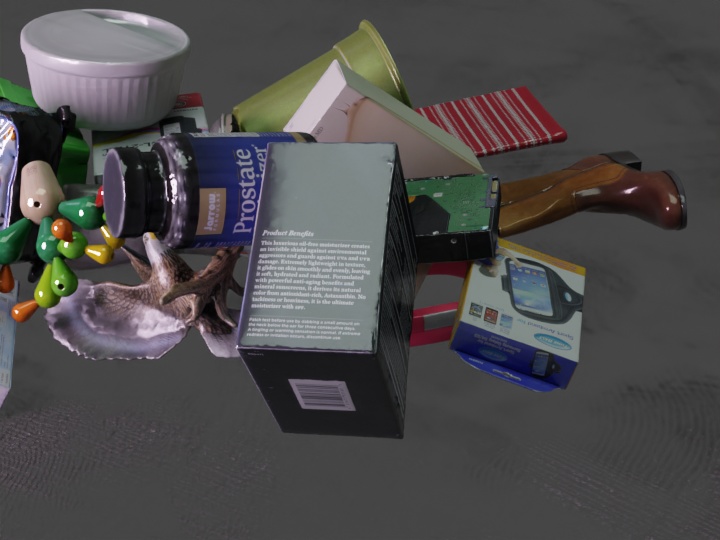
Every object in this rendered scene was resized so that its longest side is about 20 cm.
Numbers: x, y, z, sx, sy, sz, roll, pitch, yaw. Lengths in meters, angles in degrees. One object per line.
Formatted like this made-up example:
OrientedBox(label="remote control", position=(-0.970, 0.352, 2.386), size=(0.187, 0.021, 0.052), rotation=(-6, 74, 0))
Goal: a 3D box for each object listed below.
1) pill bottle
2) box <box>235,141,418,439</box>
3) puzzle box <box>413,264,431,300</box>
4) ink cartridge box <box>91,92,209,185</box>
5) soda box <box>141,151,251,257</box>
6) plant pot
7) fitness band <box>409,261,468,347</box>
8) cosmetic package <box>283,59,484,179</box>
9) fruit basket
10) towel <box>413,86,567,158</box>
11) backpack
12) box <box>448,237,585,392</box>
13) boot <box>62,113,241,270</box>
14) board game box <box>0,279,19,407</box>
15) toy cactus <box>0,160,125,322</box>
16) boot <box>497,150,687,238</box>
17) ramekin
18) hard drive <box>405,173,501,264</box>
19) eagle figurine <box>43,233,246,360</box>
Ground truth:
OrientedBox(label="pill bottle", position=(-0.140, -0.077, 1.261), size=(0.200, 0.112, 0.112), rotation=(-4, 30, -24))
OrientedBox(label="box", position=(-0.022, 0.021, 1.154), size=(0.123, 0.200, 0.199), rotation=(2, 63, 10))
OrientedBox(label="puzzle box", position=(0.000, 0.000, 1.351), size=(0.133, 0.025, 0.200), rotation=(5, 31, 16))
OrientedBox(label="ink cartridge box", position=(-0.251, -0.135, 1.602), size=(0.145, 0.083, 0.200), rotation=(-9, 32, -9))
OrientedBox(label="soda box", position=(-0.160, -0.064, 1.393), size=(0.200, 0.068, 0.064), rotation=(17, -8, -26))
OrientedBox(label="plant pot", position=(-0.045, -0.171, 1.567), size=(0.190, 0.200, 0.200), rotation=(-23, 34, -5))
OrientedBox(label="fitness band", position=(0.048, 0.027, 1.359), size=(0.200, 0.037, 0.144), rotation=(-8, 30, -8))
OrientedBox(label="cosmetic package", position=(0.027, -0.132, 1.452), size=(0.200, 0.104, 0.073), rotation=(28, 21, -26))
OrientedBox(label="fruit basket", position=(-0.446, -0.132, 1.581), size=(0.215, 0.156, 0.216), rotation=(12, 25, -5))
OrientedBox(label="towel", position=(0.151, -0.182, 1.689), size=(0.200, 0.023, 0.145), rotation=(-13, 35, -10))
OrientedBox(label="backpack", position=(-0.425, -0.105, 1.420), size=(0.190, 0.200, 0.154), rotation=(21, 12, 37))
OrientedBox(label="box", position=(0.155, 0.041, 1.277), size=(0.119, 0.042, 0.200), rotation=(19, 30, 0))
OrientedBox(label="boot", position=(-0.234, -0.089, 1.477), size=(0.200, 0.073, 0.182), rotation=(0, 77, 9))
OrientedBox(label="board game box", position=(-0.440, 0.041, 1.289), size=(0.199, 0.041, 0.200), rotation=(24, 23, -23))
OrientedBox(label="toy cactus", position=(-0.319, -0.043, 1.305), size=(0.200, 0.102, 0.165), rotation=(-29, 54, 11))
OrientedBox(label="boot", position=(0.244, -0.076, 1.465), size=(0.200, 0.069, 0.188), rotation=(-14, 34, -13))
OrientedBox(label="ramekin", position=(-0.309, -0.243, 1.593), size=(0.202, 0.094, 0.202), rotation=(5, 29, -3))
OrientedBox(label="hard drive", position=(0.043, -0.051, 1.357), size=(0.200, 0.038, 0.140), rotation=(-5, 29, 11))
OrientedBox(label="eagle figurine", position=(-0.205, 0.020, 1.341), size=(0.200, 0.151, 0.152), rotation=(-16, -26, 41))
